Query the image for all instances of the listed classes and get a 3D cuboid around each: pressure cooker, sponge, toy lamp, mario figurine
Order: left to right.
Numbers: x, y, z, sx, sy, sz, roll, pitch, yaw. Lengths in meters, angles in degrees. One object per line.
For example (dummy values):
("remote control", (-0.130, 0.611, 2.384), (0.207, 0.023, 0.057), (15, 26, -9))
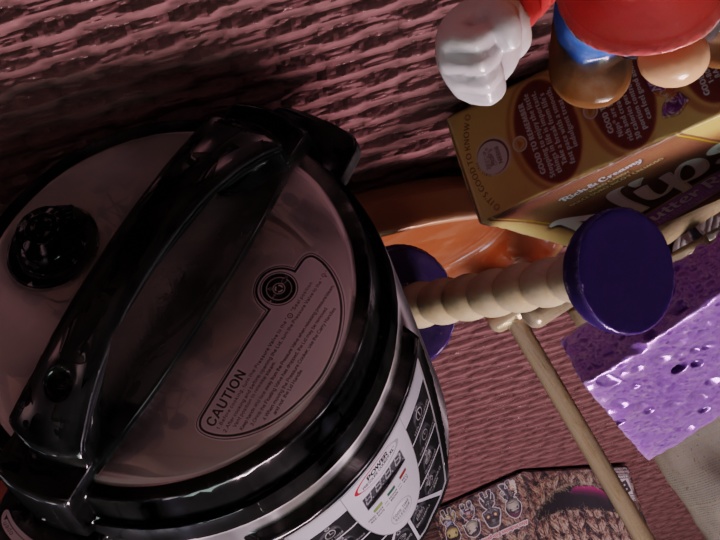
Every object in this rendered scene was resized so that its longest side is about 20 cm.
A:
("pressure cooker", (-0.063, 0.042, 0.945), (0.178, 0.176, 0.200), (-16, 148, 4))
("toy lamp", (0.050, 0.010, 1.031), (0.058, 0.058, 0.200), (-6, 178, -36))
("mario figurine", (0.100, -0.085, 0.828), (0.124, 0.106, 0.200), (-53, 169, 1))
("sponge", (0.186, 0.002, 1.039), (0.200, 0.030, 0.112), (-35, 150, 7))

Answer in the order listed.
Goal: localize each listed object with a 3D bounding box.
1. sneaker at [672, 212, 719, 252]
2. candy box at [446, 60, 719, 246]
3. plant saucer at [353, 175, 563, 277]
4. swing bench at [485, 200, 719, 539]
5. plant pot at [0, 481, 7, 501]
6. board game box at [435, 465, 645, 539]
("sneaker", (0.243, 0.001, 1.345), (0.129, 0.080, 0.199), (-14, 164, -18))
("candy box", (0.151, -0.073, 1.030), (0.200, 0.057, 0.117), (-26, 162, 25))
("plant saucer", (0.000, 0.000, 1.168), (0.200, 0.032, 0.200), (-17, 164, -5))
("swing bench", (0.200, 0.052, 1.177), (0.200, 0.199, 0.130), (-30, -179, -6))
("plant pot", (-0.140, 0.122, 1.120), (0.195, 0.201, 0.201), (12, 155, -17))
("board game box", (0.169, 0.270, 1.975), (0.097, 0.200, 0.159), (-28, 162, 35))
